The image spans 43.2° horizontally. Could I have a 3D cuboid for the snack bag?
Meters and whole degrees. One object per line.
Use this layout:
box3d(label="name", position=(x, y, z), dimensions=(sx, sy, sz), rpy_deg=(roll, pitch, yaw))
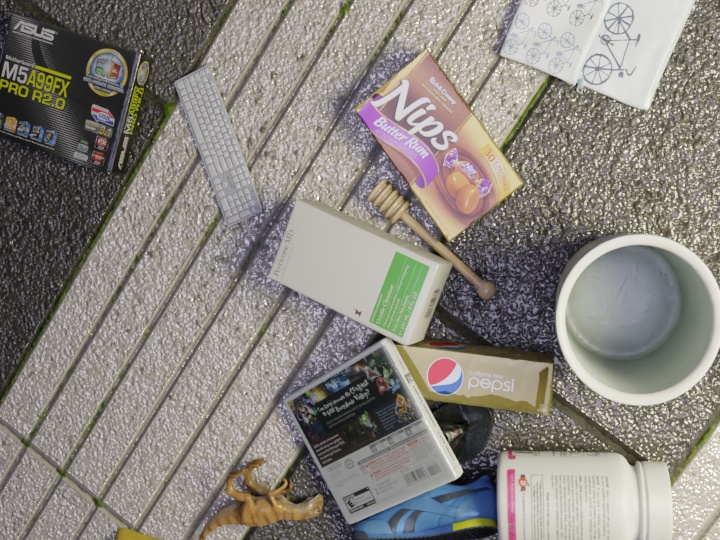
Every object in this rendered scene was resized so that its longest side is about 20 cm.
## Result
box3d(label="snack bag", position=(0.289, -0.306, 1.077), dimensions=(0.197, 0.021, 0.192), rpy_deg=(25, 98, 8))

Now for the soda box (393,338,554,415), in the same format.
box3d(label="soda box", position=(0.137, 0.127, 1.116), dimensions=(0.195, 0.068, 0.066), rpy_deg=(5, 96, 11))

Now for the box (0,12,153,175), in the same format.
box3d(label="box", position=(-0.389, -0.233, 1.208), dimensions=(0.196, 0.044, 0.164), rpy_deg=(19, 98, 9))

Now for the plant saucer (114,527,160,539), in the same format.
box3d(label="plant saucer", position=(-0.271, 0.479, 1.235), dimensions=(0.196, 0.048, 0.205), rpy_deg=(15, 96, 10))

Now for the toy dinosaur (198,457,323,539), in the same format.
box3d(label="toy dinosaur", position=(-0.149, 0.311, 1.192), dimensions=(0.196, 0.060, 0.109), rpy_deg=(-13, 93, 12))

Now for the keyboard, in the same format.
box3d(label="keyboard", position=(-0.186, -0.162, 1.189), dimensions=(0.055, 0.011, 0.204), rpy_deg=(-21, 90, 12))

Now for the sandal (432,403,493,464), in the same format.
box3d(label="sandal", position=(0.078, 0.225, 1.145), dimensions=(0.197, 0.048, 0.077), rpy_deg=(-26, 89, 13))

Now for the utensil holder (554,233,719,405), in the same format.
box3d(label="utensil holder", position=(0.299, 0.043, 1.010), dimensions=(0.166, 0.200, 0.174), rpy_deg=(1, 94, 12))

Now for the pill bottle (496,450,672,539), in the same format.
box3d(label="pill bottle", position=(0.262, 0.274, 1.079), dimensions=(0.195, 0.113, 0.116), rpy_deg=(-1, 94, 12))

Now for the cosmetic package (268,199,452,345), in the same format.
box3d(label="cosmetic package", position=(0.000, 0.000, 1.112), dimensions=(0.197, 0.085, 0.110), rpy_deg=(23, 98, 17))

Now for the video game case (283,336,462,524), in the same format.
box3d(label="video game case", position=(0.010, 0.202, 1.126), dimensions=(0.199, 0.023, 0.184), rpy_deg=(-33, 84, 38))

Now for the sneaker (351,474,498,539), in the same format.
box3d(label="sneaker", position=(0.080, 0.305, 1.152), dimensions=(0.196, 0.066, 0.080), rpy_deg=(-16, 59, 20))

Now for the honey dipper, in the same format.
box3d(label="honey dipper", position=(0.090, -0.034, 1.130), dimensions=(0.200, 0.038, 0.038), rpy_deg=(43, 101, 4))

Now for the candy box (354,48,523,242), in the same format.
box3d(label="candy box", position=(0.096, -0.152, 1.110), dimensions=(0.116, 0.056, 0.202), rpy_deg=(-36, 88, 12))
